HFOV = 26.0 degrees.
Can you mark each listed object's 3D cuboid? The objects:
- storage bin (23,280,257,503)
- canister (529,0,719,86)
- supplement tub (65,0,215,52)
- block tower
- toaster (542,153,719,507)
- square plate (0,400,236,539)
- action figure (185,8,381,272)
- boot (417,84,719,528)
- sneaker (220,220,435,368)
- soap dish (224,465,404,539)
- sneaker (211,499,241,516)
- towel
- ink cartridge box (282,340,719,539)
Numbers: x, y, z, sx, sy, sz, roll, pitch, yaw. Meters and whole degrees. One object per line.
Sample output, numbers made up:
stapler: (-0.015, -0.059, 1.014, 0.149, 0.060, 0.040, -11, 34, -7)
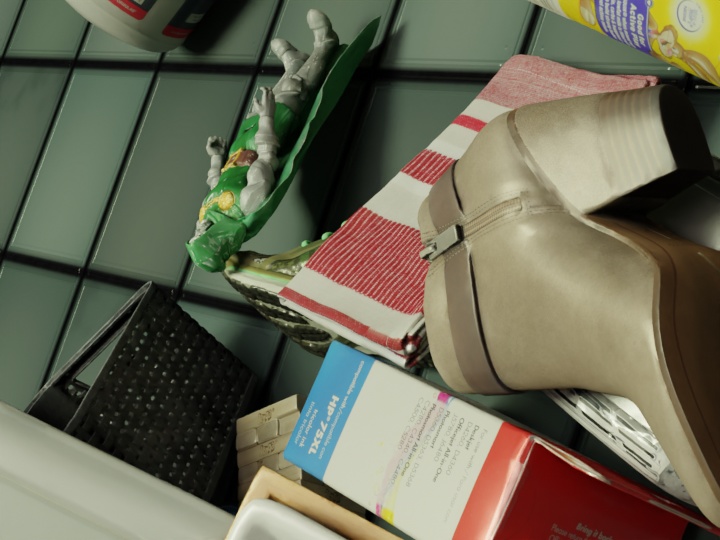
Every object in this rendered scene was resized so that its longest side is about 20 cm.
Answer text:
storage bin: (-0.150, 0.114, 0.913, 0.135, 0.094, 0.200, -43, 12, 23)
canister: (0.157, -0.172, 0.753, 0.200, 0.086, 0.150, 34, 135, 41)
supplement tub: (-0.132, -0.271, 1.119, 0.200, 0.140, 0.141, -48, 43, 17)
block tower: (-0.031, 0.174, 0.856, 0.054, 0.058, 0.202, -25, 56, 36)
toaster: (0.154, 0.022, 0.696, 0.200, 0.113, 0.130, 41, 105, 46)
square plate: (-0.174, 0.174, 0.808, 0.199, 0.028, 0.199, 25, 112, 8)
action figure: (-0.061, -0.076, 0.966, 0.118, 0.055, 0.201, -33, 27, 46)
boot: (0.089, 0.023, 0.641, 0.146, 0.070, 0.202, -29, 58, 44)
sneaker: (0.000, 0.000, 0.912, 0.199, 0.077, 0.089, 8, 58, 44)
soap dish: (0.008, 0.206, 0.729, 0.199, 0.081, 0.158, 25, 90, 22)
sneaker: (-0.077, 0.231, 0.878, 0.089, 0.078, 0.202, 3, 78, 30)
towel: (0.055, -0.040, 0.822, 0.200, 0.023, 0.144, -44, 28, -14)
ink cartridge box: (0.067, 0.105, 0.729, 0.200, 0.116, 0.068, 23, 87, 54)
